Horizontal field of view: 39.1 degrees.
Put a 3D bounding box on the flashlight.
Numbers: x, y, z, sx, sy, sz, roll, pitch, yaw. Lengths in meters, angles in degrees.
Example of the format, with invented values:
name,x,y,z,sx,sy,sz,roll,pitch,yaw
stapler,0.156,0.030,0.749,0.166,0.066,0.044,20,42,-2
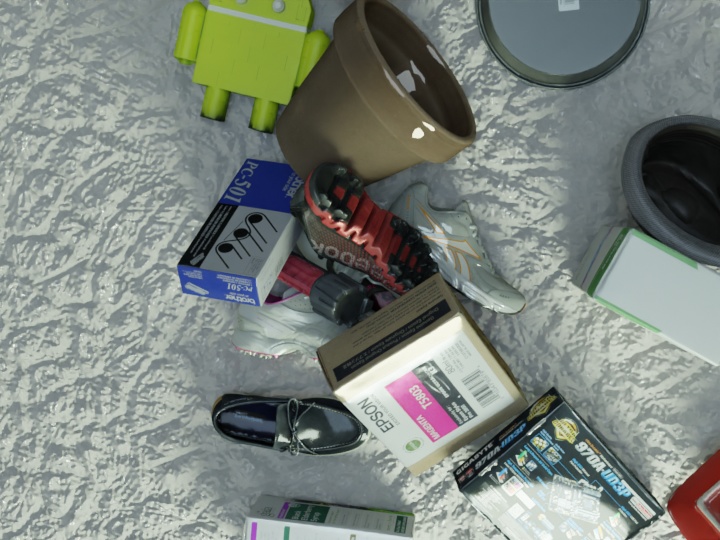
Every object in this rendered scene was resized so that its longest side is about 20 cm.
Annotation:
name,x,y,z,sx,sy,sz,roll,pitch,yaw
flashlight,-0.081,0.002,1.150,0.068,0.068,0.200,-44,48,-19

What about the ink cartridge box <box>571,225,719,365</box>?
name,x,y,z,sx,sy,sz,roll,pitch,yaw
ink cartridge box,0.318,0.020,1.093,0.145,0.200,0.088,28,94,4

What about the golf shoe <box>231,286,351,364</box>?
name,x,y,z,sx,sy,sz,roll,pitch,yaw
golf shoe,-0.053,0.063,1.199,0.199,0.075,0.092,6,92,4

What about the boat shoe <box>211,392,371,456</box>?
name,x,y,z,sx,sy,sz,roll,pitch,yaw
boat shoe,-0.086,0.186,1.219,0.199,0.062,0.075,7,94,4

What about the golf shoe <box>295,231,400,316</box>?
name,x,y,z,sx,sy,sz,roll,pitch,yaw
golf shoe,0.000,0.000,1.181,0.200,0.088,0.077,40,99,3

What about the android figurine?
name,x,y,z,sx,sy,sz,roll,pitch,yaw
android figurine,-0.125,-0.268,1.193,0.181,0.041,0.201,16,98,4

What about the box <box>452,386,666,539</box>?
name,x,y,z,sx,sy,sz,roll,pitch,yaw
box,0.230,0.258,1.174,0.159,0.046,0.200,-42,106,8

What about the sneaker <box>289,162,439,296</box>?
name,x,y,z,sx,sy,sz,roll,pitch,yaw
sneaker,0.001,-0.034,1.119,0.200,0.098,0.071,41,56,-22

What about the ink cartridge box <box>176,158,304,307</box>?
name,x,y,z,sx,sy,sz,roll,pitch,yaw
ink cartridge box,-0.120,-0.047,1.132,0.094,0.200,0.044,9,132,15

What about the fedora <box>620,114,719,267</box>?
name,x,y,z,sx,sy,sz,roll,pitch,yaw
fedora,0.373,-0.075,1.118,0.199,0.090,0.177,27,68,6

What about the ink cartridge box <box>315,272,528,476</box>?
name,x,y,z,sx,sy,sz,roll,pitch,yaw
ink cartridge box,0.073,0.122,1.137,0.164,0.075,0.200,-34,131,7

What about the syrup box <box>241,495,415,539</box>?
name,x,y,z,sx,sy,sz,roll,pitch,yaw
syrup box,-0.037,0.330,1.217,0.199,0.079,0.082,7,96,6

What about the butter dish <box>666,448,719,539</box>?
name,x,y,z,sx,sy,sz,roll,pitch,yaw
butter dish,0.485,0.284,1.134,0.199,0.148,0.200,-44,48,8

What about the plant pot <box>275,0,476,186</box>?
name,x,y,z,sx,sy,sz,roll,pitch,yaw
plant pot,0.002,-0.176,1.127,0.174,0.200,0.201,-34,91,26

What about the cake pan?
name,x,y,z,sx,sy,sz,roll,pitch,yaw
cake pan,0.231,-0.308,1.153,0.199,0.037,0.201,0,95,6

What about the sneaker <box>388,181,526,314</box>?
name,x,y,z,sx,sy,sz,roll,pitch,yaw
sneaker,0.118,-0.028,1.174,0.200,0.076,0.092,35,93,1
